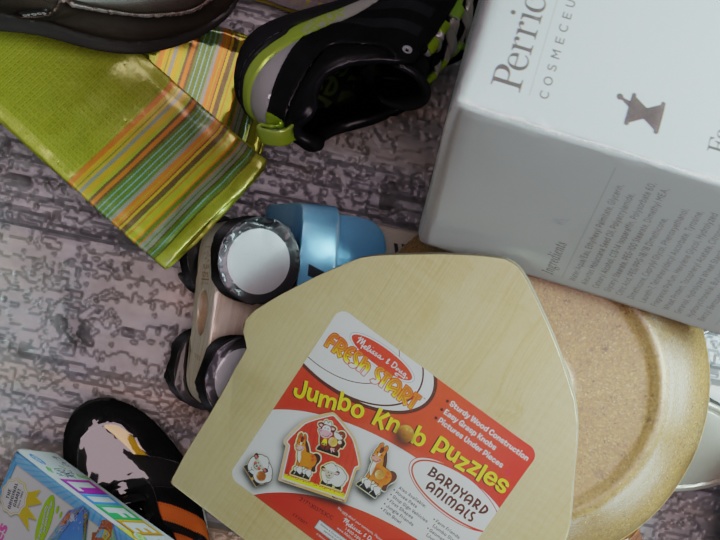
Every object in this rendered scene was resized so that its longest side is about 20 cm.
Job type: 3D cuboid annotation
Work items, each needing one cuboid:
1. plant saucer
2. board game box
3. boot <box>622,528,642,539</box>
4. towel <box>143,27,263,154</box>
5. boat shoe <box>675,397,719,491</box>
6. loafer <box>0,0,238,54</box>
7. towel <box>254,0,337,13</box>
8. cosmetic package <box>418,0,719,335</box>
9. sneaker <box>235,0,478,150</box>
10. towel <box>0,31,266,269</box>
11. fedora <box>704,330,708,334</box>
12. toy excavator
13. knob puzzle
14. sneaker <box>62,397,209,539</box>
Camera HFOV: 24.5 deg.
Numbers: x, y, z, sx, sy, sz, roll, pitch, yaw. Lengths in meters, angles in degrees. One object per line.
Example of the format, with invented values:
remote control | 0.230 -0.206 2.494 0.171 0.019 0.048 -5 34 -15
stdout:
plant saucer | 0.091 0.061 0.887 0.198 0.035 0.202 0 92 1
board game box | -0.173 0.217 0.898 0.134 0.034 0.201 28 97 33
boot | 0.072 0.148 0.925 0.187 0.069 0.202 -12 103 3
towel | -0.147 -0.115 0.957 0.198 0.018 0.087 15 87 -6
boat shoe | 0.131 0.089 0.982 0.198 0.057 0.067 4 106 -11
loafer | -0.156 -0.164 0.885 0.198 0.071 0.074 -2 68 -17
towel | -0.083 -0.218 0.925 0.198 0.144 0.023 19 43 -4
cosmetic package | 0.148 -0.087 0.812 0.198 0.165 0.166 17 69 2
sneaker | 0.026 -0.117 0.927 0.199 0.083 0.072 -28 138 -16
towel | -0.151 -0.095 0.913 0.200 0.018 0.086 41 70 4
fedora | 0.198 -0.050 0.953 0.200 0.090 0.177 -40 105 -11
toy excavator | 0.000 0.000 0.955 0.198 0.100 0.196 7 88 -21
knob puzzle | 0.025 0.078 0.856 0.217 0.030 0.222 1 95 12
sneaker | -0.113 0.167 0.930 0.069 0.090 0.202 -19 92 -7
